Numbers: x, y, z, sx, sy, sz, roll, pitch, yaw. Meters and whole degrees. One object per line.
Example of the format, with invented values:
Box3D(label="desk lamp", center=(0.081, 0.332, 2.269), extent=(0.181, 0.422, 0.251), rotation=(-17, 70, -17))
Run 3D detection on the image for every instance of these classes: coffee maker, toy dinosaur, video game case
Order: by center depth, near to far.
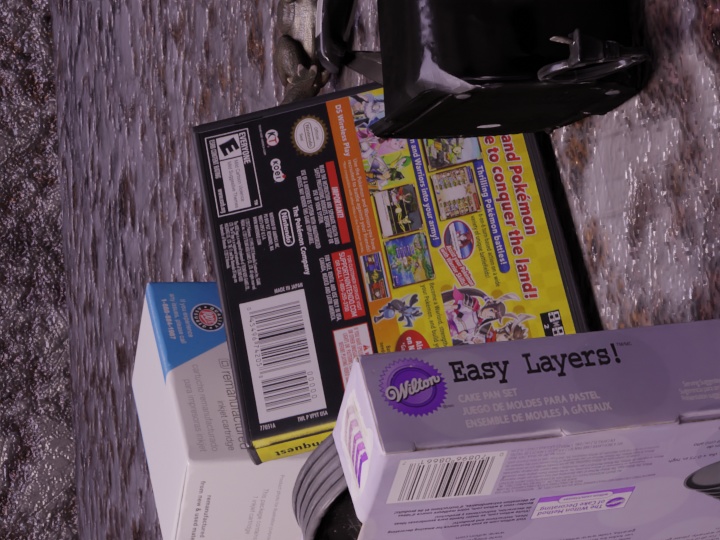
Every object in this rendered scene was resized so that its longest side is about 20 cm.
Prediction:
Box3D(label="coffee maker", center=(0.072, -0.174, 1.029), extent=(0.192, 0.134, 0.201), rotation=(-12, 82, 51))
Box3D(label="video game case", center=(0.014, -0.010, 1.128), extent=(0.026, 0.180, 0.201), rotation=(72, -175, -59))
Box3D(label="toy dinosaur", center=(-0.035, -0.169, 1.515), extent=(0.102, 0.077, 0.201), rotation=(164, 99, -86))

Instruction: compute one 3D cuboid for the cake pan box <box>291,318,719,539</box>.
Box3D(label="cake pan box", center=(0.073, 0.094, 0.886), extent=(0.184, 0.199, 0.052), rotation=(103, 156, -51))

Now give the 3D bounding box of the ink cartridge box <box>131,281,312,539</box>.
Box3D(label="ink cartridge box", center=(-0.016, 0.080, 1.210), extent=(0.145, 0.199, 0.084), rotation=(-109, 24, -47))
